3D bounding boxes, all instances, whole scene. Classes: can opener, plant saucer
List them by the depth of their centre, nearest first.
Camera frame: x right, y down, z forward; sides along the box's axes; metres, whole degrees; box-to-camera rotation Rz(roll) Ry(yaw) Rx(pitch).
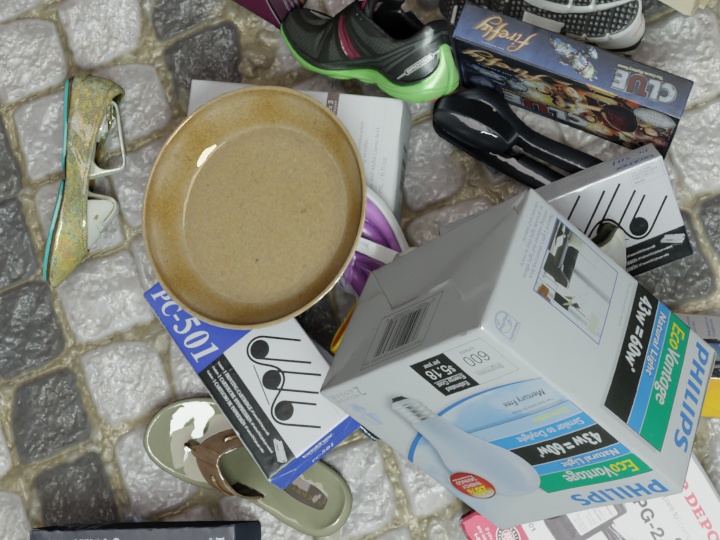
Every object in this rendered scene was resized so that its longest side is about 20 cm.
[{"bbox_3d":[-0.084,-0.050,1.047,0.197,0.035,0.204,-4,78,18],"label":"plant saucer"},{"bbox_3d":[0.151,-0.098,1.129,0.198,0.064,0.079,29,42,-1],"label":"can opener"}]

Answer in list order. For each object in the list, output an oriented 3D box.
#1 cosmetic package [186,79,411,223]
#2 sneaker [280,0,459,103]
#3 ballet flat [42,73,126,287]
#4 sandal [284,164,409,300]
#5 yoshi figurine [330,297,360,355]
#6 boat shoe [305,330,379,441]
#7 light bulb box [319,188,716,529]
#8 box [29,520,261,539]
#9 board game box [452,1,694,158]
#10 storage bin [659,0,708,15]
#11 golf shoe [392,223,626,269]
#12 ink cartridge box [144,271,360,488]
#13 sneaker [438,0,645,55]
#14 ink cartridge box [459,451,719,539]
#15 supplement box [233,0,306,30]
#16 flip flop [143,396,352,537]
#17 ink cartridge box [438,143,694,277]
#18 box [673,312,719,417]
[{"bbox_3d":[-0.058,-0.101,1.148,0.196,0.081,0.115,5,84,8],"label":"cosmetic package"},{"bbox_3d":[0.010,-0.209,1.129,0.198,0.076,0.085,22,123,37],"label":"sneaker"},{"bbox_3d":[-0.252,-0.083,1.185,0.069,0.071,0.204,4,81,9],"label":"ballet flat"},{"bbox_3d":[0.006,-0.003,1.088,0.082,0.050,0.204,-28,111,26],"label":"sandal"},{"bbox_3d":[0.065,0.112,1.074,0.198,0.112,0.113,30,49,-14],"label":"yoshi figurine"},{"bbox_3d":[-0.059,0.103,1.124,0.200,0.071,0.091,39,89,19],"label":"boat shoe"},{"bbox_3d":[0.114,0.074,0.929,0.199,0.197,0.126,38,55,-19],"label":"light bulb box"},{"bbox_3d":[-0.179,0.318,1.085,0.179,0.104,0.204,-2,81,9],"label":"box"},{"bbox_3d":[0.180,-0.160,1.096,0.197,0.136,0.035,22,84,12],"label":"board game box"},{"bbox_3d":[0.252,-0.346,1.099,0.198,0.094,0.199,31,58,11],"label":"storage bin"},{"bbox_3d":[0.124,-0.013,1.043,0.197,0.078,0.099,8,104,-12],"label":"golf shoe"},{"bbox_3d":[-0.090,0.071,1.069,0.094,0.044,0.201,-38,67,-2],"label":"ink cartridge box"},{"bbox_3d":[0.162,-0.226,1.147,0.198,0.080,0.075,17,86,28],"label":"sneaker"},{"bbox_3d":[0.201,0.219,1.056,0.198,0.083,0.147,-31,78,2],"label":"ink cartridge box"},{"bbox_3d":[-0.076,-0.348,1.180,0.130,0.103,0.202,31,87,11],"label":"supplement box"},{"bbox_3d":[-0.100,0.172,1.120,0.198,0.058,0.082,27,85,11],"label":"flip flop"},{"bbox_3d":[0.175,-0.025,1.095,0.197,0.044,0.095,-22,109,8],"label":"ink cartridge box"},{"bbox_3d":[0.279,0.077,1.051,0.196,0.119,0.042,3,113,10],"label":"box"}]
